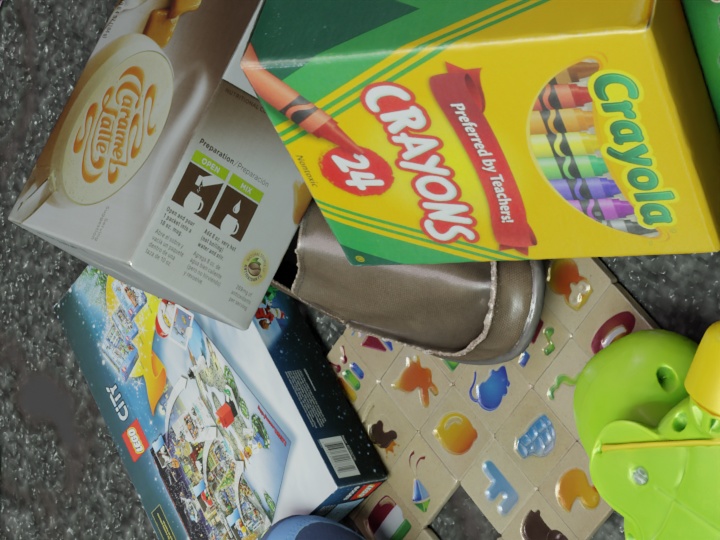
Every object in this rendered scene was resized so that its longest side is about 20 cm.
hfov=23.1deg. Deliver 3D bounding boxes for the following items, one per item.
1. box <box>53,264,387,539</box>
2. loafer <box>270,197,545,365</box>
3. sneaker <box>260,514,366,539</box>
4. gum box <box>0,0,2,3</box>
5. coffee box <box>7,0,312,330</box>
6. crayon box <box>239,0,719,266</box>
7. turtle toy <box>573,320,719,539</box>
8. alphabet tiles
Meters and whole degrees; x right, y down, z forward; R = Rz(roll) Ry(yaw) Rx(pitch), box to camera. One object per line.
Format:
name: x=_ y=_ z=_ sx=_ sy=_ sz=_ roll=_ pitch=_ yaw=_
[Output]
box: x=-0.080 y=0.061 z=0.925 sx=0.137 sy=0.038 sz=0.200 roll=-46 pitch=62 yaw=37
loafer: x=0.000 y=0.000 z=0.821 sx=0.200 sy=0.071 sz=0.073 roll=13 pitch=99 yaw=46
sneaker: x=0.030 y=0.184 z=0.806 sx=0.200 sy=0.074 sz=0.082 roll=48 pitch=141 yaw=15
gum box: x=-0.251 y=-0.223 z=1.043 sx=0.114 sy=0.066 sz=0.200 roll=48 pitch=123 yaw=29
coffee box: x=-0.065 y=-0.087 z=0.816 sx=0.114 sy=0.080 sz=0.201 roll=19 pitch=80 yaw=48
crayon box: x=0.067 y=-0.062 z=0.698 sx=0.199 sy=0.127 sz=0.051 roll=-3 pitch=49 yaw=26
turtle toy: x=0.156 y=0.089 z=0.677 sx=0.200 sy=0.101 sz=0.146 roll=35 pitch=116 yaw=35
alphabet tiles: x=0.055 y=0.065 z=0.831 sx=0.167 sy=0.008 sz=0.200 roll=51 pitch=124 yaw=27
